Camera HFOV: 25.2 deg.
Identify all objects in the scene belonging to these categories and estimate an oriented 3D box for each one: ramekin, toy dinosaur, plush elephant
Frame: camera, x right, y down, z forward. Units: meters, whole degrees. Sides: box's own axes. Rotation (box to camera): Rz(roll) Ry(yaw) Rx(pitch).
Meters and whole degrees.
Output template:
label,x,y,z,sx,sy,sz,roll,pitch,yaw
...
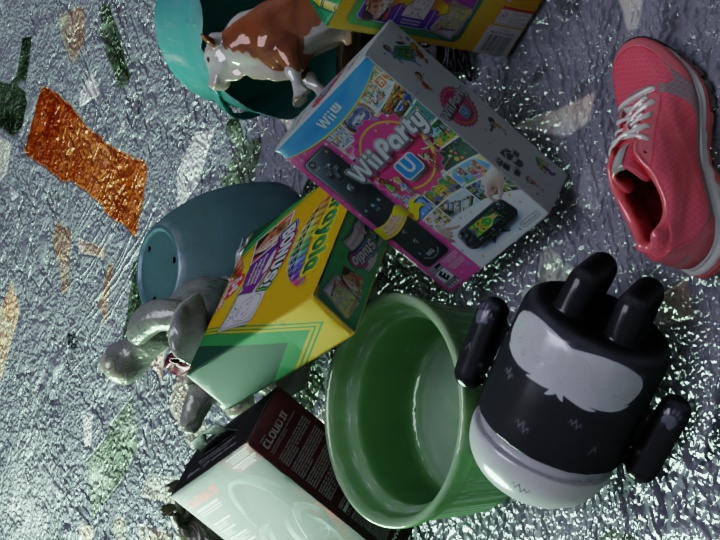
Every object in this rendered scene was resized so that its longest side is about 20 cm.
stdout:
label,x,y,z,sx,sy,sz,roll,pitch,yaw
ramekin,0.063,0.121,1.396,0.200,0.097,0.201,-8,80,54
toy dinosaur,-0.169,0.268,1.724,0.200,0.077,0.103,-127,18,-59
plush elephant,-0.140,0.084,1.545,0.200,0.164,0.155,-57,20,23

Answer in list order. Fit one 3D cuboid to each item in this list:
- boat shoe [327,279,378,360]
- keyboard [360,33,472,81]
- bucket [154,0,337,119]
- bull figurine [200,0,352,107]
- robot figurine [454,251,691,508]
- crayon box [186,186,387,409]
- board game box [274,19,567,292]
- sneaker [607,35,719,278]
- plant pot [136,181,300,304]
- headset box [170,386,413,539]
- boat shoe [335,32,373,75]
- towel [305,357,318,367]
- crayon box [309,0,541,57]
label,x,y,z,sx,sy,sz,roll,pitch,yaw
boat shoe,-0.013,0.059,1.544,0.069,0.056,0.201,-33,60,48
keyboard,0.050,-0.237,1.453,0.104,0.040,0.201,1,88,10
bucket,-0.093,-0.245,1.568,0.135,0.207,0.208,15,99,58
bull figurine,-0.046,-0.210,1.436,0.200,0.065,0.122,-36,69,1
robot figurine,0.162,0.087,1.243,0.150,0.124,0.201,52,127,50
crayon box,-0.054,0.007,1.439,0.172,0.058,0.200,-33,25,38
board game box,0.050,-0.092,1.358,0.148,0.200,0.064,-41,13,44
sneaker,0.221,-0.093,1.207,0.074,0.087,0.201,-37,58,45
plant pot,-0.154,0.002,1.682,0.200,0.134,0.201,-7,81,54
headset box,-0.067,0.207,1.488,0.149,0.200,0.077,-37,18,45
boat shoe,0.026,-0.219,1.505,0.074,0.076,0.201,-3,87,41
towel,0.000,0.000,1.471,0.086,0.018,0.200,-37,20,42
crayon box,0.065,-0.252,1.342,0.119,0.199,0.058,-58,45,33
